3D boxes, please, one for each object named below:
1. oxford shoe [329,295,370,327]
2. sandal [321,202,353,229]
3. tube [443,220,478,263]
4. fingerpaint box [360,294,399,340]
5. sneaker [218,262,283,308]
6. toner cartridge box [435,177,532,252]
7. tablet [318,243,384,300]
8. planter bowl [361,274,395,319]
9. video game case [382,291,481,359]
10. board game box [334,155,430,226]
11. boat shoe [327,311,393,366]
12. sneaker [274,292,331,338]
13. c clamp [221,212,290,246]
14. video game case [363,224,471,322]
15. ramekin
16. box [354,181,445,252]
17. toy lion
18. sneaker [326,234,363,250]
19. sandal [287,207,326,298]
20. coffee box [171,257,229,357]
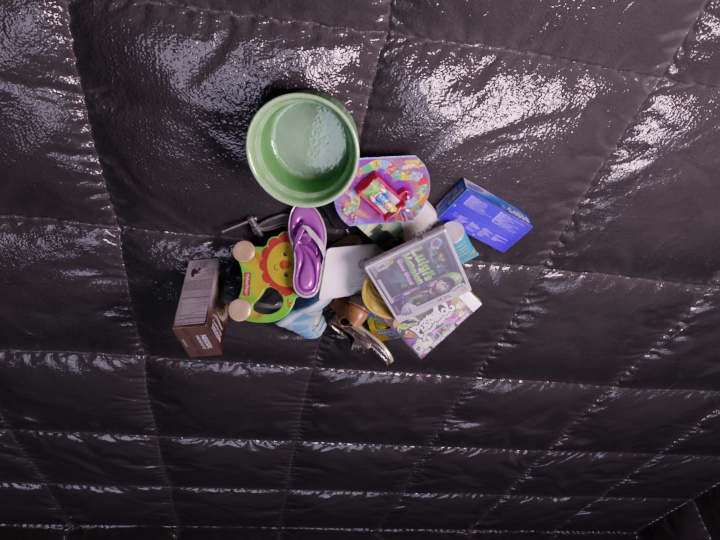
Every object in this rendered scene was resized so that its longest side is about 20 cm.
[{"bbox_3d":[-0.040,0.099,1.306,0.071,0.072,0.200,30,172,-18],"label":"oxford shoe"},{"bbox_3d":[-0.054,-0.155,1.124,0.075,0.045,0.200,-5,152,10],"label":"sandal"},{"bbox_3d":[0.221,-0.052,1.211,0.077,0.051,0.200,-22,157,11],"label":"tube"},{"bbox_3d":[0.113,0.096,1.377,0.199,0.074,0.167,-10,137,7],"label":"fingerpaint box"},{"bbox_3d":[-0.236,0.029,1.277,0.199,0.076,0.115,11,98,-48],"label":"sneaker"},{"bbox_3d":[0.272,-0.118,1.177,0.199,0.043,0.095,23,130,-27],"label":"toner cartridge box"},{"bbox_3d":[0.000,0.000,1.225,0.199,0.014,0.131,-8,122,-33],"label":"tablet"},{"bbox_3d":[0.093,0.010,1.192,0.199,0.084,0.201,-8,132,-8],"label":"planter bowl"},{"bbox_3d":[0.154,0.079,1.274,0.200,0.036,0.181,-43,93,11],"label":"video game case"},{"bbox_3d":[0.048,-0.146,1.067,0.199,0.039,0.159,-5,131,-11],"label":"board game box"},{"bbox_3d":[-0.003,0.183,1.395,0.201,0.066,0.072,44,157,8],"label":"boat shoe"},{"bbox_3d":[-0.114,0.108,1.374,0.199,0.080,0.130,-27,131,37],"label":"sneaker"},{"bbox_3d":[-0.189,-0.062,1.226,0.170,0.027,0.200,-23,133,12],"label":"c clamp"},{"bbox_3d":[0.125,0.014,1.131,0.181,0.023,0.200,-25,132,8],"label":"video game case"},{"bbox_3d":[-0.096,-0.223,0.961,0.198,0.098,0.201,3,118,5],"label":"ramekin"},{"bbox_3d":[0.097,-0.098,1.175,0.144,0.036,0.200,-36,129,18],"label":"box"},{"bbox_3d":[-0.181,0.014,1.168,0.190,0.202,0.069,4,176,-4],"label":"toy lion"},{"bbox_3d":[-0.071,0.004,1.251,0.199,0.070,0.109,-26,135,4],"label":"sneaker"},{"bbox_3d":[-0.109,-0.045,1.133,0.082,0.204,0.050,-4,176,-8],"label":"sandal"},{"bbox_3d":[-0.360,0.084,1.239,0.079,0.201,0.113,-6,138,3],"label":"coffee box"}]
